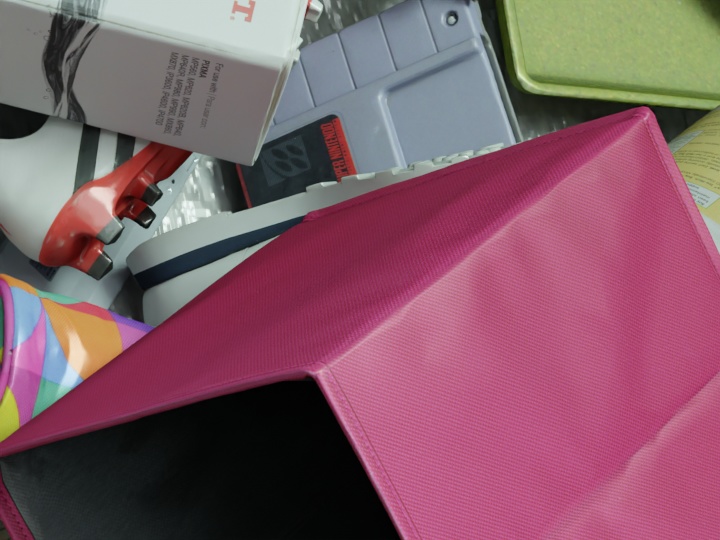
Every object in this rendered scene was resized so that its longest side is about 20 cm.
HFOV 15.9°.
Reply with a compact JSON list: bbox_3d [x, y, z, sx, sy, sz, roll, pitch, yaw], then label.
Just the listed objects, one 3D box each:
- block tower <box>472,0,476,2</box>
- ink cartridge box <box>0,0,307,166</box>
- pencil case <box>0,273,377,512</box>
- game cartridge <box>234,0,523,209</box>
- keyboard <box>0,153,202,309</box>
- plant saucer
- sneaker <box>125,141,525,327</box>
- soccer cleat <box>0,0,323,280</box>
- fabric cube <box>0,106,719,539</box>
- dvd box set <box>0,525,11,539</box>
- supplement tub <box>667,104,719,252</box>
[{"bbox_3d":[0.068,-0.194,1.199,0.054,0.058,0.200,38,35,-6],"label":"block tower"},{"bbox_3d":[-0.116,-0.143,1.054,0.199,0.084,0.145,14,60,-4],"label":"ink cartridge box"},{"bbox_3d":[-0.085,0.061,1.030,0.199,0.088,0.089,22,58,-33],"label":"pencil case"},{"bbox_3d":[0.019,-0.016,1.143,0.038,0.129,0.201,39,31,-68],"label":"game cartridge"},{"bbox_3d":[-0.129,-0.002,1.114,0.056,0.011,0.201,41,54,-18],"label":"keyboard"},{"bbox_3d":[0.137,-0.166,1.327,0.199,0.048,0.201,4,67,-30],"label":"plant saucer"},{"bbox_3d":[0.000,0.000,1.100,0.076,0.199,0.081,-5,79,-70],"label":"sneaker"},{"bbox_3d":[-0.091,-0.081,1.110,0.085,0.069,0.200,38,58,5],"label":"soccer cleat"},{"bbox_3d":[0.024,0.088,0.929,0.199,0.196,0.201,-37,103,-43],"label":"fabric cube"},{"bbox_3d":[-0.096,0.191,1.038,0.146,0.029,0.201,-25,82,-37],"label":"dvd box set"},{"bbox_3d":[0.172,0.009,1.210,0.200,0.145,0.146,-35,88,-37],"label":"supplement tub"}]
